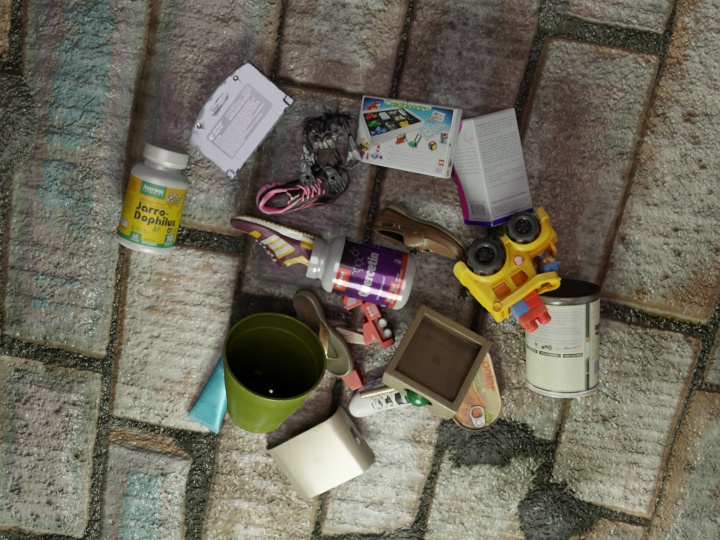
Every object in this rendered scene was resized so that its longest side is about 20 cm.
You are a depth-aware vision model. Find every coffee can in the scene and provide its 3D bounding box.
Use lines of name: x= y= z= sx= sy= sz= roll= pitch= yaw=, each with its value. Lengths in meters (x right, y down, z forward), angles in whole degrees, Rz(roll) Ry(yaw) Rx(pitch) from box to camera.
coffee can: x=0.401 y=0.132 z=1.310 sx=0.145 sy=0.146 sz=0.201 roll=-3 pitch=102 yaw=2

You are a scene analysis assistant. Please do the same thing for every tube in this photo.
tube: x=-0.301 y=0.253 z=1.403 sx=0.077 sy=0.050 sz=0.201 roll=29 pitch=106 yaw=4

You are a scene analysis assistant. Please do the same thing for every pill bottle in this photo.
pill bottle: x=0.000 y=0.000 z=1.269 sx=0.199 sy=0.112 sz=0.113 roll=14 pitch=102 yaw=-4
pill bottle: x=-0.398 y=-0.142 z=1.281 sx=0.112 sy=0.113 sz=0.201 roll=18 pitch=102 yaw=-3

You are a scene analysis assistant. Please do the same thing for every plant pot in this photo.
plant pot: x=-0.187 y=0.222 z=1.310 sx=0.199 sy=0.201 sz=0.193 roll=20 pitch=134 yaw=-3

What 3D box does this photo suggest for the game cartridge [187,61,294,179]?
game cartridge: x=-0.240 y=-0.297 z=1.285 sx=0.133 sy=0.040 sz=0.200 roll=39 pitch=100 yaw=-11

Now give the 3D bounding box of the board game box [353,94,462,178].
board game box: x=0.086 y=-0.254 z=1.242 sx=0.199 sy=0.035 sz=0.127 roll=17 pitch=104 yaw=28

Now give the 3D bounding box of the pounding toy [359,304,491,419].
pounding toy: x=0.124 y=0.198 z=1.306 sx=0.183 sy=0.142 sz=0.201 roll=29 pitch=73 yaw=8

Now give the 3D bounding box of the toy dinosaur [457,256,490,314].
toy dinosaur: x=0.249 y=0.037 z=1.334 sx=0.200 sy=0.047 sz=0.088 roll=40 pitch=129 yaw=20

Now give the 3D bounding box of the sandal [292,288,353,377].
sandal: x=-0.087 y=0.133 z=1.343 sx=0.080 sy=0.054 sz=0.201 roll=-30 pitch=88 yaw=34

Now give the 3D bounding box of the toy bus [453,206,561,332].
toy bus: x=0.301 y=0.010 z=1.215 sx=0.200 sy=0.136 sz=0.192 roll=-35 pitch=68 yaw=3

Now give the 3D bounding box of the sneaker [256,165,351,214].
sneaker: x=-0.112 y=-0.151 z=1.285 sx=0.199 sy=0.095 sz=0.079 roll=-19 pitch=100 yaw=4

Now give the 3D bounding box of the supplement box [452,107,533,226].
supplement box: x=0.243 y=-0.195 z=1.250 sx=0.103 sy=0.101 sz=0.201 roll=-19 pitch=104 yaw=-20

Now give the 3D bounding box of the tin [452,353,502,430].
tin: x=0.233 y=0.240 z=1.393 sx=0.111 sy=0.042 sz=0.201 roll=-13 pitch=101 yaw=8

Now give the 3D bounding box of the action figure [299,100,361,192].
action figure: x=-0.063 y=-0.231 z=1.247 sx=0.118 sy=0.201 sz=0.102 roll=-1 pitch=139 yaw=11

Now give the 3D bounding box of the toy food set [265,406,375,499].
toy food set: x=-0.088 y=0.397 z=1.429 sx=0.199 sy=0.060 sz=0.144 roll=-30 pitch=101 yaw=15

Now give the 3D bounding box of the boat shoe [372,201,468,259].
boat shoe: x=0.112 y=-0.060 z=1.270 sx=0.199 sy=0.072 sz=0.068 roll=29 pitch=71 yaw=35

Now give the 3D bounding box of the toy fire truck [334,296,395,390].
toy fire truck: x=-0.005 y=0.132 z=1.368 sx=0.140 sy=0.049 sz=0.201 roll=-26 pitch=100 yaw=8

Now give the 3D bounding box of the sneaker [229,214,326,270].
sneaker: x=-0.172 y=-0.051 z=1.317 sx=0.199 sy=0.075 sz=0.091 roll=17 pitch=97 yaw=-2

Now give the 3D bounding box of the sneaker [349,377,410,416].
sneaker: x=0.066 y=0.260 z=1.383 sx=0.199 sy=0.073 sz=0.072 roll=-22 pitch=103 yaw=7
